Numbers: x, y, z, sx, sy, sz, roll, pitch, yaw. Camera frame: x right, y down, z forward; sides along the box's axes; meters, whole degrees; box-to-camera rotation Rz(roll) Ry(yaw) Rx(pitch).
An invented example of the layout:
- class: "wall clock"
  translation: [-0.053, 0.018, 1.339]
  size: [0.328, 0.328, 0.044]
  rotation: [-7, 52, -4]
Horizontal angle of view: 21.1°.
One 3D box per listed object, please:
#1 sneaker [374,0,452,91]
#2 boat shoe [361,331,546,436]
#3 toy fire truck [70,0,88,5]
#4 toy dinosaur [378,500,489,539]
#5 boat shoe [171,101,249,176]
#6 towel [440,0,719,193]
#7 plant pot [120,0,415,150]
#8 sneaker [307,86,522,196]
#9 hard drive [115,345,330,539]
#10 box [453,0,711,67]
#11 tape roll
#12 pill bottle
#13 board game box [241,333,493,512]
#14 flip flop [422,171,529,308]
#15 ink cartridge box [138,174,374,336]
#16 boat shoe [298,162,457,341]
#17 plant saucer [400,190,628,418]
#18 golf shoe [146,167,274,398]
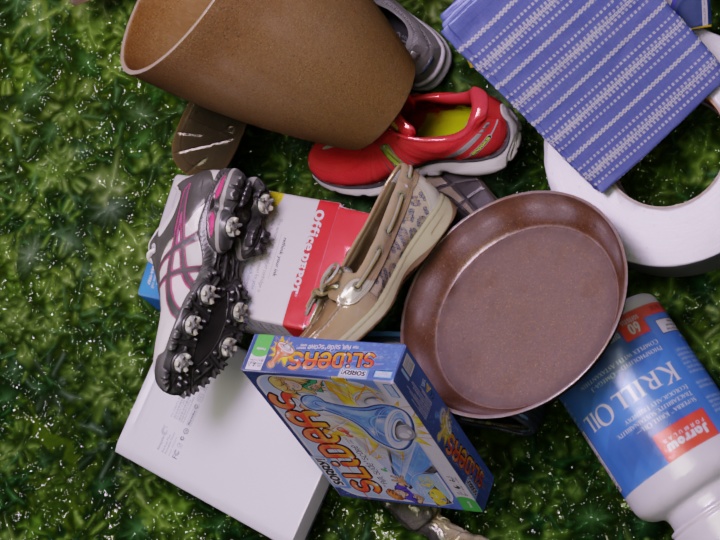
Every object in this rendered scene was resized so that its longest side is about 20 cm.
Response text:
- class: "sneaker"
  translation: [-0.011, -0.231, 1.678]
  size: [0.200, 0.082, 0.075]
  rotation: [30, 93, 19]
- class: "boat shoe"
  translation: [0.055, 0.095, 1.590]
  size: [0.199, 0.084, 0.069]
  rotation: [3, 58, 7]
- class: "toy fire truck"
  translation: [-0.164, -0.288, 1.703]
  size: [0.200, 0.128, 0.176]
  rotation: [-56, 27, 28]
- class: "toy dinosaur"
  translation: [0.035, 0.166, 1.633]
  size: [0.200, 0.047, 0.088]
  rotation: [34, 101, 22]
- class: "boat shoe"
  translation: [-0.104, -0.176, 1.674]
  size: [0.072, 0.066, 0.201]
  rotation: [26, 101, -11]
- class: "towel"
  translation: [0.175, -0.174, 1.518]
  size: [0.145, 0.024, 0.200]
  rotation: [-43, 110, 8]
- class: "plant pot"
  translation: [-0.060, -0.185, 1.562]
  size: [0.200, 0.186, 0.187]
  rotation: [33, 95, -25]
- class: "sneaker"
  translation: [0.036, -0.120, 1.631]
  size: [0.200, 0.085, 0.077]
  rotation: [-11, 58, 29]
- class: "hard drive"
  translation: [-0.108, 0.139, 1.676]
  size: [0.200, 0.025, 0.132]
  rotation: [25, 91, 29]
- class: "box"
  translation: [0.176, -0.220, 1.548]
  size: [0.199, 0.064, 0.070]
  rotation: [-10, 121, -3]
- class: "tape roll"
  translation: [0.253, -0.097, 1.584]
  size: [0.200, 0.066, 0.201]
  rotation: [-2, 83, 18]
- class: "pill bottle"
  translation: [0.241, 0.128, 1.534]
  size: [0.112, 0.112, 0.200]
  rotation: [-37, 73, 10]
- class: "board game box"
  translation: [0.009, 0.121, 1.522]
  size: [0.135, 0.200, 0.035]
  rotation: [3, 56, 30]
- class: "flip flop"
  translation: [0.106, -0.013, 1.630]
  size: [0.081, 0.058, 0.200]
  rotation: [-36, 58, 5]
- class: "ink cartridge box"
  translation: [-0.077, -0.004, 1.668]
  size: [0.200, 0.067, 0.116]
  rotation: [12, 75, 19]
- class: "boat shoe"
  translation: [0.000, 0.000, 1.569]
  size: [0.063, 0.073, 0.200]
  rotation: [45, 60, -13]
- class: "plant saucer"
  translation: [0.125, 0.031, 1.530]
  size: [0.200, 0.034, 0.201]
  rotation: [-17, 54, 25]
- class: "golf shoe"
  translation: [-0.138, 0.010, 1.616]
  size: [0.088, 0.077, 0.200]
  rotation: [5, 69, 35]
